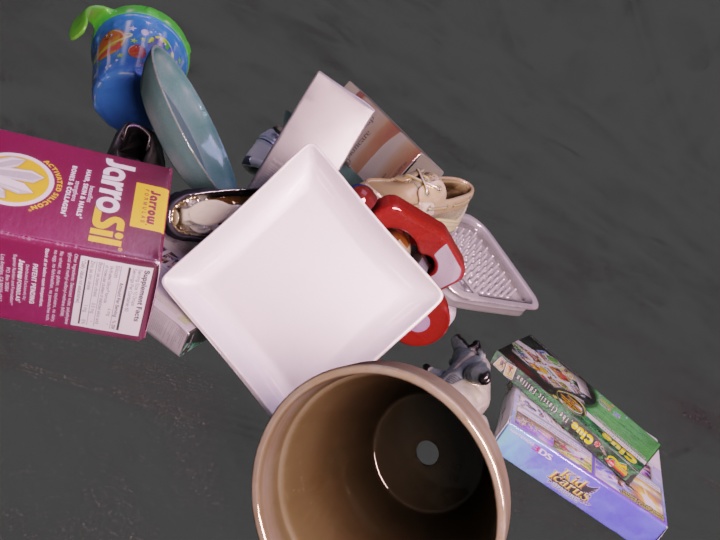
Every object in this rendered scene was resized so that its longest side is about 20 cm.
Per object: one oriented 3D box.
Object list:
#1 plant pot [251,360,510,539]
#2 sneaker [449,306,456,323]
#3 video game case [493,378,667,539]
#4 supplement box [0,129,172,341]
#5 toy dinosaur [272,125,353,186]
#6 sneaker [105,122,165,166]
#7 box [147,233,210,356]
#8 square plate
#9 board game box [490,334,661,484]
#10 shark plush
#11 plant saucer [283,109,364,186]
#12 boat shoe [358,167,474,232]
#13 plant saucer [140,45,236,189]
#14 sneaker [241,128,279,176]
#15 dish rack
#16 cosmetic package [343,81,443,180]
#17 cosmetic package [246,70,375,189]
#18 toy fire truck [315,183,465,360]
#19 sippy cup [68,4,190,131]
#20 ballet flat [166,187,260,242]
[{"bbox_3d":[0.034,0.168,0.664,0.199,0.202,0.173,38,12,15],"label":"plant pot"},{"bbox_3d":[0.057,-0.011,1.061,0.200,0.076,0.114,45,28,8],"label":"sneaker"},{"bbox_3d":[0.252,0.200,0.932,0.198,0.046,0.181,33,24,4],"label":"video game case"},{"bbox_3d":[-0.274,-0.034,0.708,0.196,0.104,0.133,11,42,-18],"label":"supplement box"},{"bbox_3d":[-0.049,-0.105,1.018,0.047,0.086,0.204,42,32,-75],"label":"toy dinosaur"},{"bbox_3d":[-0.258,-0.136,0.944,0.074,0.088,0.202,20,30,-16],"label":"sneaker"},{"bbox_3d":[-0.181,0.001,0.858,0.143,0.037,0.200,37,30,11],"label":"box"},{"bbox_3d":[-0.055,0.018,0.772,0.199,0.199,0.028,48,-3,5],"label":"square plate"},{"bbox_3d":[0.248,0.154,0.933,0.199,0.024,0.104,42,25,24],"label":"board game box"},{"bbox_3d":[0.108,0.112,0.927,0.081,0.093,0.201,0,33,9],"label":"shark plush"},{"bbox_3d":[-0.045,-0.143,1.144,0.200,0.036,0.200,44,1,-1],"label":"plant saucer"},{"bbox_3d":[0.065,-0.088,0.927,0.198,0.065,0.072,2,40,-52],"label":"boat shoe"},{"bbox_3d":[-0.209,-0.166,0.964,0.200,0.035,0.203,-89,154,-80],"label":"plant saucer"},{"bbox_3d":[-0.077,-0.094,1.082,0.200,0.071,0.073,44,-17,-4],"label":"sneaker"},{"bbox_3d":[0.123,-0.010,1.013,0.198,0.044,0.173,9,40,-45],"label":"dish rack"},{"bbox_3d":[0.024,-0.189,1.263,0.200,0.104,0.087,49,11,33],"label":"cosmetic package"},{"bbox_3d":[-0.070,-0.119,0.940,0.089,0.202,0.107,34,2,-6],"label":"cosmetic package"},{"bbox_3d":[0.000,0.000,0.843,0.169,0.197,0.113,54,19,-31],"label":"toy fire truck"},{"bbox_3d":[-0.296,-0.255,1.066,0.174,0.141,0.132,10,44,-16],"label":"sippy cup"},{"bbox_3d":[-0.114,-0.057,0.850,0.195,0.074,0.074,-1,35,-9],"label":"ballet flat"}]
